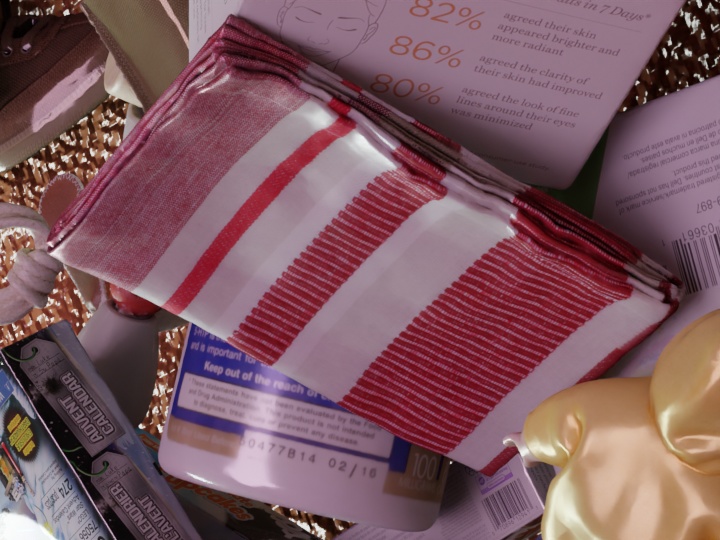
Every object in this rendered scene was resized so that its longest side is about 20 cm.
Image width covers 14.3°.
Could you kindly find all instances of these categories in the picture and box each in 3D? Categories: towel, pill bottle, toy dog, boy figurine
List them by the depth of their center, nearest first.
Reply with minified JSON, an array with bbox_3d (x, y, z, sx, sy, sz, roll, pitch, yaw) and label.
[{"bbox_3d":[0.103,0.086,1.036,0.124,0.064,0.201,41,121,29],"label":"boy figurine"},{"bbox_3d":[0.000,0.000,1.050,0.199,0.023,0.144,28,137,-16],"label":"towel"},{"bbox_3d":[-0.005,-0.003,1.174,0.119,0.119,0.201,12,88,38],"label":"pill bottle"},{"bbox_3d":[-0.090,-0.035,1.269,0.132,0.096,0.200,41,94,-15],"label":"toy dog"}]

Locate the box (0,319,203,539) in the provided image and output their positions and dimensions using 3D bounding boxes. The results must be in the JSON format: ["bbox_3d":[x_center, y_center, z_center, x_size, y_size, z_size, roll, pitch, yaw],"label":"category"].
[{"bbox_3d":[-0.140,0.127,1.242,0.137,0.040,0.200,56,143,11],"label":"box"}]

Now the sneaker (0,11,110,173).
[{"bbox_3d":[-0.180,-0.084,1.333,0.199,0.071,0.076,-29,103,30],"label":"sneaker"}]

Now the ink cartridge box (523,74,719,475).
[{"bbox_3d":[0.143,0.035,1.091,0.145,0.087,0.201,-20,82,41],"label":"ink cartridge box"}]

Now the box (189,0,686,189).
[{"bbox_3d":[0.039,-0.141,1.005,0.200,0.151,0.107,120,155,-47],"label":"box"}]

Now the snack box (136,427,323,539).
[{"bbox_3d":[-0.053,0.162,1.255,0.199,0.037,0.117,28,114,33],"label":"snack box"}]

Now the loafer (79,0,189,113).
[{"bbox_3d":[-0.093,-0.128,1.170,0.076,0.067,0.201,-51,50,40],"label":"loafer"}]

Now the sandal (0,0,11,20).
[{"bbox_3d":[-0.208,-0.154,1.378,0.081,0.054,0.201,25,118,36],"label":"sandal"}]

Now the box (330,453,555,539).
[{"bbox_3d":[0.017,0.124,1.242,0.200,0.039,0.042,-37,72,37],"label":"box"}]
